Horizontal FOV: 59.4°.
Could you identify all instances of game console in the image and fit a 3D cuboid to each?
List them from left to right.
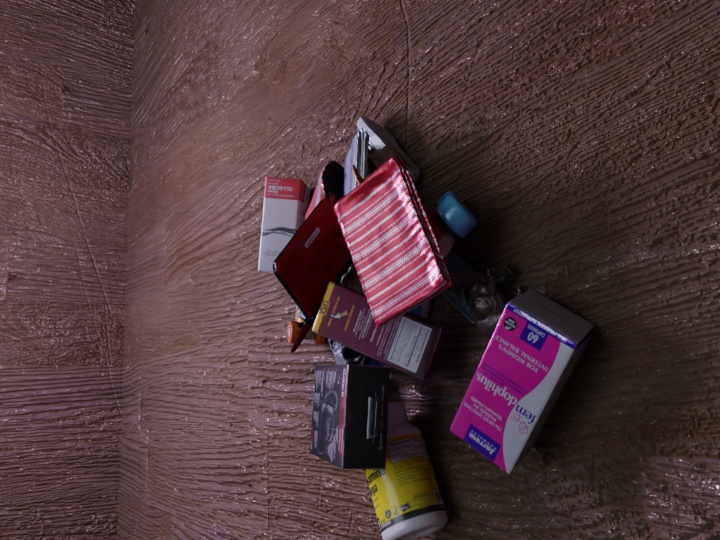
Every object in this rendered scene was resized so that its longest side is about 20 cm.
[{"bbox_3d":[-0.089,0.008,1.102,0.117,0.174,0.202,-17,29,39],"label":"game console"}]

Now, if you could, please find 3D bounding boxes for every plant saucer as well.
[{"bbox_3d":[0.148,0.002,1.044,0.200,0.019,0.071,49,125,47],"label":"plant saucer"}]

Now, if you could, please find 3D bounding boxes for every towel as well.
[{"bbox_3d":[-0.010,-0.156,1.134,0.200,0.023,0.152,161,112,-82],"label":"towel"},{"bbox_3d":[0.040,-0.041,0.903,0.143,0.022,0.205,-32,70,33],"label":"towel"}]

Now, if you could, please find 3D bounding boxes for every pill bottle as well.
[{"bbox_3d":[0.063,0.330,1.040,0.113,0.110,0.204,-47,49,41],"label":"pill bottle"}]

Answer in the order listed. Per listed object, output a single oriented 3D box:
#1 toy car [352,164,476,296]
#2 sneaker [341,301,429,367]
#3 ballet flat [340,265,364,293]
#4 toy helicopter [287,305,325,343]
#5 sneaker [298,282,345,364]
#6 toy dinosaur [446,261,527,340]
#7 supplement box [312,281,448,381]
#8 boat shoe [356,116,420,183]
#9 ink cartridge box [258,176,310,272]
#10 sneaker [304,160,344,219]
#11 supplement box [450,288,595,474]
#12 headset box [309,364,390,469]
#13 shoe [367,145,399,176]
[{"bbox_3d":[0.048,-0.084,0.979,0.185,0.200,0.177,-46,2,12],"label":"toy car"},{"bbox_3d":[0.036,0.102,1.111,0.202,0.109,0.078,-57,44,34],"label":"sneaker"},{"bbox_3d":[0.000,0.000,1.205,0.064,0.073,0.207,-39,-42,-82],"label":"ballet flat"},{"bbox_3d":[-0.111,0.051,1.345,0.134,0.076,0.204,-111,29,-51],"label":"toy helicopter"},{"bbox_3d":[-0.063,0.115,1.252,0.075,0.111,0.206,-26,65,50],"label":"sneaker"},{"bbox_3d":[0.196,0.055,0.931,0.201,0.076,0.102,51,134,6],"label":"toy dinosaur"},{"bbox_3d":[0.035,0.097,1.023,0.195,0.110,0.088,22,90,15],"label":"supplement box"},{"bbox_3d":[0.037,-0.214,1.186,0.072,0.071,0.202,-55,46,28],"label":"boat shoe"},{"bbox_3d":[-0.167,-0.093,1.401,0.144,0.081,0.207,26,-112,-86],"label":"ink cartridge box"},{"bbox_3d":[-0.079,-0.131,1.261,0.086,0.073,0.205,-24,46,44],"label":"sneaker"},{"bbox_3d":[0.212,0.144,0.835,0.100,0.102,0.205,30,114,26],"label":"supplement box"},{"bbox_3d":[-0.017,0.228,1.008,0.199,0.075,0.154,158,116,-67],"label":"headset box"},{"bbox_3d":[0.046,-0.115,1.126,0.069,0.053,0.206,5,111,46],"label":"shoe"}]
